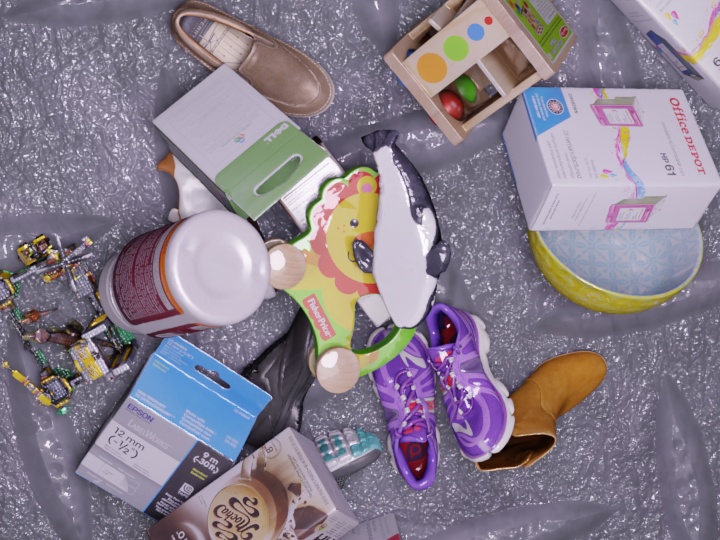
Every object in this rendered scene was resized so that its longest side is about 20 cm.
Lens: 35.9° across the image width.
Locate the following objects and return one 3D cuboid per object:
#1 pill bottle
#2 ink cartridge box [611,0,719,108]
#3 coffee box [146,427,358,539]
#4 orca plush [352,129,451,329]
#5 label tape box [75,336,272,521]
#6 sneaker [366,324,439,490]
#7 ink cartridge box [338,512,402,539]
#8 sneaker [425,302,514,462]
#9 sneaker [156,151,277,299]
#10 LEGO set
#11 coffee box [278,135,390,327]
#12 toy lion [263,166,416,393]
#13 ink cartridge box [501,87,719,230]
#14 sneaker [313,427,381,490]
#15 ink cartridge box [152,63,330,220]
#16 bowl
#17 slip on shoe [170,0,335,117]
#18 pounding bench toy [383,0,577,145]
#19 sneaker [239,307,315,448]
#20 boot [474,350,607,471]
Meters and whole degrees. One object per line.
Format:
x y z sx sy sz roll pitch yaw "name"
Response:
-0.188 0.009 1.148 0.114 0.200 0.115 6 79 -35 "pill bottle"
0.394 -0.300 1.245 0.200 0.088 0.145 43 94 -13 "ink cartridge box"
-0.120 0.283 1.228 0.200 0.080 0.113 -36 60 3 "coffee box"
0.045 -0.046 1.140 0.105 0.071 0.201 -21 91 29 "orca plush"
-0.214 0.187 1.270 0.143 0.066 0.200 34 118 -10 "label tape box"
0.061 0.161 1.301 0.080 0.083 0.201 -14 101 -2 "sneaker"
-0.036 0.377 1.310 0.199 0.145 0.084 -18 101 -1 "ink cartridge box"
0.109 0.124 1.254 0.080 0.201 0.083 -36 137 23 "sneaker"
-0.164 -0.049 1.259 0.084 0.073 0.201 -27 91 4 "sneaker"
-0.339 0.065 1.237 0.153 0.116 0.201 -19 102 -1 "LEGO set"
-0.017 -0.047 1.246 0.080 0.113 0.200 -37 101 3 "coffee box"
0.000 0.000 1.173 0.191 0.069 0.201 -28 102 -7 "toy lion"
0.274 -0.124 1.221 0.199 0.145 0.085 -1 145 -14 "ink cartridge box"
-0.055 0.262 1.331 0.199 0.078 0.091 -29 111 9 "sneaker"
-0.118 -0.121 1.156 0.104 0.200 0.059 -40 144 -11 "ink cartridge box"
0.275 -0.021 1.267 0.199 0.201 0.108 8 143 -6 "bowl"
-0.118 -0.233 1.227 0.199 0.061 0.076 33 97 -10 "slip on shoe"
0.137 -0.252 1.221 0.156 0.200 0.124 -34 101 35 "pounding bench toy"
-0.095 0.120 1.295 0.090 0.076 0.201 19 97 -2 "sneaker"
0.214 0.169 1.292 0.200 0.144 0.071 -26 103 0 "boot"
